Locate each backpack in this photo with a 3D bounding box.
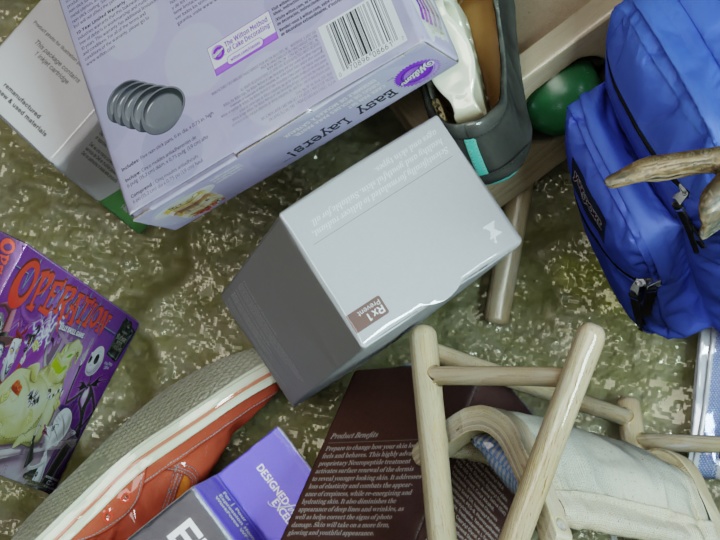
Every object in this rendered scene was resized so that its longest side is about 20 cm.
[{"bbox_3d":[0.196,-0.061,1.073,0.167,0.200,0.163,-26,59,-5],"label":"backpack"}]

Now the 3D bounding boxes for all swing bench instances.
[{"bbox_3d":[0.119,0.146,1.049,0.129,0.198,0.202,-3,74,44],"label":"swing bench"}]

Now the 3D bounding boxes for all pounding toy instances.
[{"bbox_3d":[0.082,-0.115,1.187,0.184,0.142,0.201,-36,61,2],"label":"pounding toy"}]

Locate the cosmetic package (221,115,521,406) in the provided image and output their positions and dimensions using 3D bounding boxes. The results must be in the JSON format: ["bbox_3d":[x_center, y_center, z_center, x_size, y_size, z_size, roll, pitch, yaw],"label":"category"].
[{"bbox_3d":[0.000,0.000,1.103,0.106,0.200,0.091,-32,84,-19],"label":"cosmetic package"}]

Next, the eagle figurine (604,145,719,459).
[{"bbox_3d":[0.223,0.005,0.938,0.151,0.201,0.151,11,52,39],"label":"eagle figurine"}]

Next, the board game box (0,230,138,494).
[{"bbox_3d":[-0.191,0.057,1.158,0.032,0.200,0.121,20,82,16],"label":"board game box"}]

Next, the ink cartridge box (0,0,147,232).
[{"bbox_3d":[-0.115,-0.138,1.218,0.084,0.145,0.200,41,88,21],"label":"ink cartridge box"}]

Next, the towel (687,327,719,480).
[{"bbox_3d":[0.284,0.054,1.141,0.198,0.024,0.148,6,78,14],"label":"towel"}]

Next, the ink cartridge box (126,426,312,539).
[{"bbox_3d":[-0.066,0.225,1.148,0.200,0.043,0.199,-39,85,0],"label":"ink cartridge box"}]

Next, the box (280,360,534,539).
[{"bbox_3d":[0.015,0.150,1.102,0.100,0.075,0.201,-6,49,42],"label":"box"}]

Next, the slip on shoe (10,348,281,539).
[{"bbox_3d":[-0.116,0.118,1.203,0.200,0.074,0.061,-42,107,-7],"label":"slip on shoe"}]

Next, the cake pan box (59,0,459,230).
[{"bbox_3d":[-0.062,-0.147,1.078,0.199,0.052,0.185,-30,70,21],"label":"cake pan box"}]

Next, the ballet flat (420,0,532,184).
[{"bbox_3d":[0.051,-0.142,1.089,0.067,0.068,0.202,-20,62,13],"label":"ballet flat"}]
